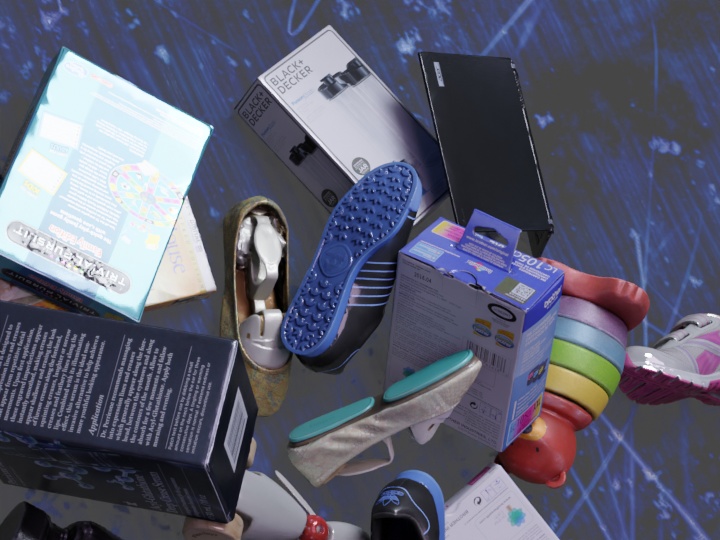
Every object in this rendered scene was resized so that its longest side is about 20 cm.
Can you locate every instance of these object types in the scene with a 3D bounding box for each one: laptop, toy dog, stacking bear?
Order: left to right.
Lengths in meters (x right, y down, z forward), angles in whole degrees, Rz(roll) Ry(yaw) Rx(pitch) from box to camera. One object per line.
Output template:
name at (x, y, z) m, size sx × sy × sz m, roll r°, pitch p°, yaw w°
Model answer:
toy dog at (-0.090, 0.217, 1.450) m, size 0.200 × 0.096 × 0.132 m, roll 51°, pitch 49°, yaw -21°
laptop at (0.118, -0.106, 1.635) m, size 0.103 × 0.200 × 0.178 m, roll -11°, pitch 78°, yaw -3°
stacking bear at (0.191, 0.109, 1.623) m, size 0.121 × 0.114 × 0.201 m, roll 16°, pitch 72°, yaw 21°

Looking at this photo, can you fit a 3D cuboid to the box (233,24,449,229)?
box at (-0.009, -0.121, 1.592) m, size 0.200 × 0.060 × 0.117 m, roll 48°, pitch 52°, yaw 3°

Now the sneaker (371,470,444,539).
sneaker at (0.049, 0.279, 1.465) m, size 0.078 × 0.070 × 0.201 m, roll -32°, pitch 110°, yaw -61°

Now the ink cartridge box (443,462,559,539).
ink cartridge box at (0.141, 0.290, 1.545) m, size 0.119 × 0.042 × 0.200 m, roll -40°, pitch 93°, yaw -6°

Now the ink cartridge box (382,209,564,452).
ink cartridge box at (0.102, 0.045, 1.510) m, size 0.136 × 0.201 × 0.076 m, roll 25°, pitch 43°, yaw 24°

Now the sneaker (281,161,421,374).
sneaker at (0.000, 0.000, 1.513) m, size 0.201 × 0.070 × 0.078 m, roll -58°, pitch 149°, yaw -8°

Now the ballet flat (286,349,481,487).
ballet flat at (0.029, 0.134, 1.493) m, size 0.063 × 0.199 × 0.067 m, roll 61°, pitch 19°, yaw -10°

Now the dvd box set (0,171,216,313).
dvd box set at (-0.237, -0.026, 1.468) m, size 0.199 × 0.029 × 0.147 m, roll -13°, pitch 80°, yaw -32°

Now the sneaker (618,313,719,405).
sneaker at (0.336, 0.088, 1.733) m, size 0.199 × 0.081 × 0.089 m, roll 6°, pitch 69°, yaw -37°

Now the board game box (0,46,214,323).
board game box at (-0.229, -0.068, 1.439) m, size 0.151 × 0.047 × 0.201 m, roll 28°, pitch 63°, yaw -18°

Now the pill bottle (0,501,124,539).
pill bottle at (-0.204, 0.269, 1.338) m, size 0.200 × 0.112 × 0.112 m, roll 34°, pitch 60°, yaw -15°

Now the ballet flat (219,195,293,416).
ballet flat at (-0.090, 0.028, 1.513) m, size 0.070 × 0.071 × 0.201 m, roll 5°, pitch 72°, yaw -28°

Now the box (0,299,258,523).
box at (-0.193, 0.113, 1.328) m, size 0.199 × 0.149 × 0.108 m, roll 9°, pitch 66°, yaw 8°
